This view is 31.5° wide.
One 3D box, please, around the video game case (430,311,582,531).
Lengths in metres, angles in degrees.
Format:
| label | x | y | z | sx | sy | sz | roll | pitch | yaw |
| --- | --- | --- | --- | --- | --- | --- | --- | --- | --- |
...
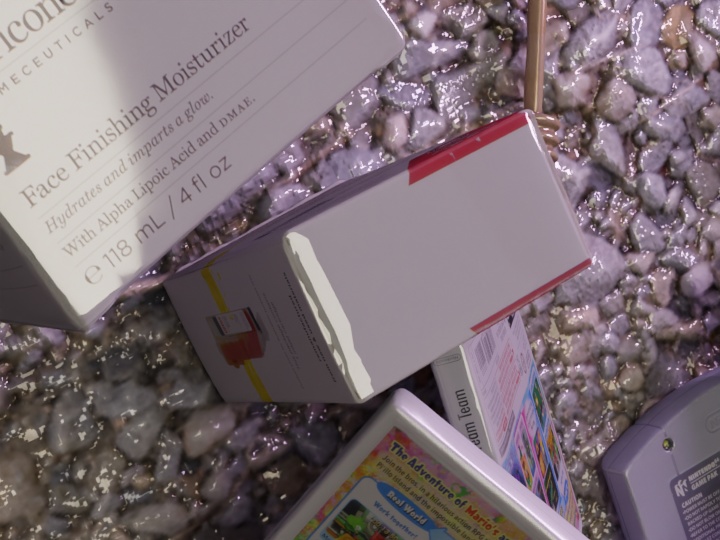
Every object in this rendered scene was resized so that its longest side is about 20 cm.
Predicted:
| label | x | y | z | sx | sy | sz | roll | pitch | yaw |
| --- | --- | --- | --- | --- | --- | --- | --- | --- | --- |
| video game case | 0.087 | 0.100 | 0.721 | 0.023 | 0.200 | 0.185 | -15 | 98 | 15 |

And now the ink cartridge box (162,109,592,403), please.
| label | x | y | z | sx | sy | sz | roll | pitch | yaw |
| --- | --- | --- | --- | --- | --- | --- | --- | --- | --- |
| ink cartridge box | 0.000 | 0.000 | 0.656 | 0.144 | 0.199 | 0.084 | -29 | 97 | -23 |

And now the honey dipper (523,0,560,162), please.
| label | x | y | z | sx | sy | sz | roll | pitch | yaw |
| --- | --- | --- | --- | --- | --- | --- | --- | --- | --- |
| honey dipper | 0.113 | -0.150 | 0.811 | 0.037 | 0.038 | 0.203 | 7 | 84 | -26 |

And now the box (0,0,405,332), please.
| label | x | y | z | sx | sy | sz | roll | pitch | yaw |
| --- | --- | --- | --- | --- | --- | --- | --- | --- | --- |
| box | -0.121 | -0.086 | 0.601 | 0.199 | 0.199 | 0.131 | -44 | 107 | -20 |

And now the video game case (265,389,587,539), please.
| label | x | y | z | sx | sy | sz | roll | pitch | yaw |
| --- | --- | --- | --- | --- | --- | --- | --- | --- | --- |
| video game case | 0.041 | 0.182 | 0.621 | 0.199 | 0.024 | 0.183 | 39 | 115 | -2 |

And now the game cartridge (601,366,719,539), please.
| label | x | y | z | sx | sy | sz | roll | pitch | yaw |
| --- | --- | --- | --- | --- | --- | --- | --- | --- | --- |
| game cartridge | 0.257 | 0.137 | 0.876 | 0.198 | 0.041 | 0.135 | -23 | 102 | -25 |
